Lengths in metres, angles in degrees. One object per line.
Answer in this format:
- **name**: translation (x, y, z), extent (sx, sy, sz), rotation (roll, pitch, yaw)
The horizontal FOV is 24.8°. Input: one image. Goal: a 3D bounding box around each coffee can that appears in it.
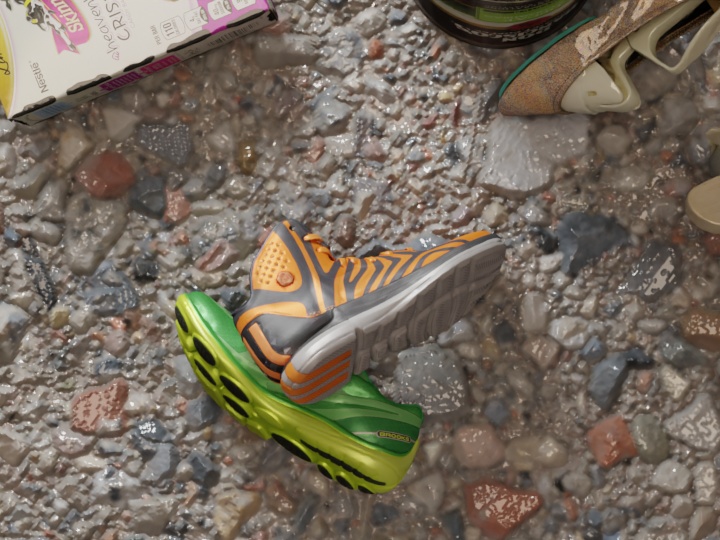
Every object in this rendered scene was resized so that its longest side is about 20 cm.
- **coffee can**: translation (0.093, -0.230, 1.056), extent (0.145, 0.200, 0.148), rotation (0, 90, 4)

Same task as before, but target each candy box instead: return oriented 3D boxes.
- **candy box**: translation (-0.174, -0.202, 1.141), extent (0.199, 0.061, 0.137), rotation (-23, 89, 3)

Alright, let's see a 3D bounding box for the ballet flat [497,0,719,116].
- **ballet flat**: translation (0.181, -0.149, 1.095), extent (0.200, 0.068, 0.068), rotation (-38, 68, 21)

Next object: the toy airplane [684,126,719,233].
- **toy airplane**: translation (0.328, -0.087, 1.074), extent (0.199, 0.141, 0.201), rotation (23, 81, -6)

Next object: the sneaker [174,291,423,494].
- **sneaker**: translation (-0.044, 0.076, 1.139), extent (0.199, 0.074, 0.084), rotation (34, 62, 8)

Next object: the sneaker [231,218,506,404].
- **sneaker**: translation (0.000, 0.000, 1.109), extent (0.199, 0.078, 0.112), rotation (-26, 59, -30)
